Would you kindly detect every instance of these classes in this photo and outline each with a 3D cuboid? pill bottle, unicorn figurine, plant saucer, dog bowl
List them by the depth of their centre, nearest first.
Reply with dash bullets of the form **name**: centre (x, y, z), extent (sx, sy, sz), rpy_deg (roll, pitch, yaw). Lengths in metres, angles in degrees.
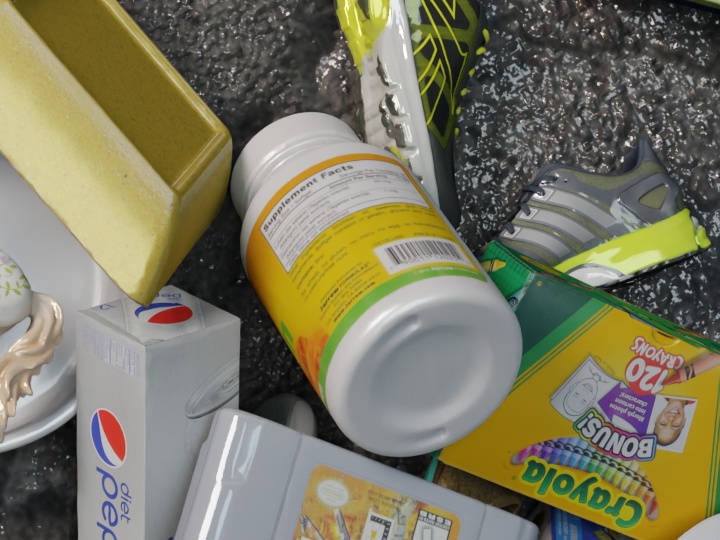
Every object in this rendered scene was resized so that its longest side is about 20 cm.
- **unicorn figurine**: centre (-0.236, -0.013, 1.442), extent (0.200, 0.074, 0.138), rpy_deg (48, 68, -22)
- **plant saucer**: centre (-0.144, -0.095, 1.478), extent (0.048, 0.200, 0.200), rpy_deg (-38, 98, 18)
- **pill bottle**: centre (0.000, 0.000, 1.504), extent (0.111, 0.200, 0.112), rpy_deg (-14, 130, -17)
- **dog bowl**: centre (-0.225, 0.002, 1.514), extent (0.199, 0.079, 0.201), rpy_deg (1, 87, -14)

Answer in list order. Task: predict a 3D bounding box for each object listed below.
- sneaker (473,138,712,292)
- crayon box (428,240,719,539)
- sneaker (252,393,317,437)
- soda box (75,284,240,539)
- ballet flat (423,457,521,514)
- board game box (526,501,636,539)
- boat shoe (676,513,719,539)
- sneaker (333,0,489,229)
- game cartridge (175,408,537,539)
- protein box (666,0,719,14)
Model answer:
- **sneaker**: centre (0.103, -0.016, 1.607), extent (0.199, 0.074, 0.081), rpy_deg (-18, 82, -20)
- **crayon box**: centre (0.133, 0.076, 1.564), extent (0.199, 0.058, 0.119), rpy_deg (23, 99, -31)
- **sneaker**: centre (-0.040, 0.171, 1.564), extent (0.080, 0.070, 0.201), rpy_deg (5, 89, -29)
- **soda box**: centre (-0.110, 0.115, 1.497), extent (0.068, 0.063, 0.201), rpy_deg (-16, 117, -39)
- **ballet flat**: centre (0.043, 0.197, 1.553), extent (0.072, 0.068, 0.201), rpy_deg (21, 59, 4)
- **board game box**: centre (0.181, 0.232, 1.547), extent (0.199, 0.200, 0.041), rpy_deg (30, 114, -12)
- **boat shoe**: centre (0.246, 0.174, 1.608), extent (0.199, 0.068, 0.072), rpy_deg (-14, 70, -33)
- **sneaker**: centre (0.041, -0.118, 1.587), extent (0.084, 0.074, 0.201), rpy_deg (-13, 94, -21)
- **game cartridge**: centre (-0.005, 0.169, 1.467), extent (0.199, 0.041, 0.134), rpy_deg (22, 70, -23)
- **protein box**: centre (0.237, -0.248, 1.594), extent (0.197, 0.135, 0.201), rpy_deg (13, 95, -13)
